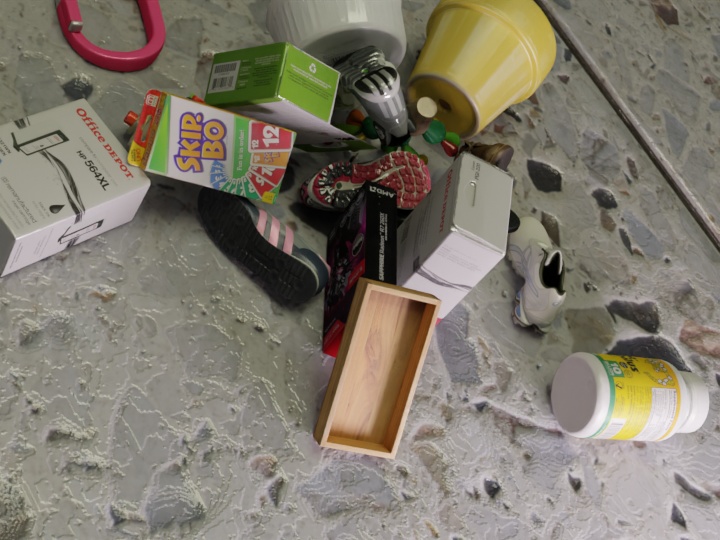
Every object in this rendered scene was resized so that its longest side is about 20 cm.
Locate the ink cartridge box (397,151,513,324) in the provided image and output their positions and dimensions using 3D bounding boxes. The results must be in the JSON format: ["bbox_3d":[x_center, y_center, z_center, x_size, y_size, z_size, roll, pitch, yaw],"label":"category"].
[{"bbox_3d":[0.110,-0.035,1.626,0.084,0.200,0.146,24,48,-14],"label":"ink cartridge box"}]

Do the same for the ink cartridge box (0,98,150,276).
[{"bbox_3d":[-0.372,-0.103,1.467,0.200,0.084,0.146,-30,76,-42],"label":"ink cartridge box"}]

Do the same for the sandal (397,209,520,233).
[{"bbox_3d":[0.127,-0.071,1.775,0.199,0.048,0.076,3,40,-12],"label":"sandal"}]

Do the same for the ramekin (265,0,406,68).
[{"bbox_3d":[-0.029,-0.336,1.780,0.199,0.200,0.098,1,64,-30],"label":"ramekin"}]

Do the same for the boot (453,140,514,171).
[{"bbox_3d":[0.162,-0.146,1.714,0.075,0.200,0.074,39,87,4],"label":"boot"}]

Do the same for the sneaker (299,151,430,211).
[{"bbox_3d":[0.011,-0.120,1.710,0.199,0.075,0.081,-2,85,-32],"label":"sneaker"}]

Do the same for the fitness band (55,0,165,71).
[{"bbox_3d":[-0.343,-0.360,1.714,0.143,0.037,0.201,0,58,-31],"label":"fitness band"}]

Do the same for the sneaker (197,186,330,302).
[{"bbox_3d":[-0.122,-0.040,1.596,0.200,0.070,0.082,44,25,7],"label":"sneaker"}]

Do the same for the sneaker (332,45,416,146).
[{"bbox_3d":[0.022,-0.223,1.665,0.200,0.075,0.116,-113,178,-64],"label":"sneaker"}]

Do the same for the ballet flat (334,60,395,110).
[{"bbox_3d":[-0.042,-0.247,1.749,0.199,0.070,0.070,-9,58,-6],"label":"ballet flat"}]

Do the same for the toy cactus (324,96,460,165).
[{"bbox_3d":[0.058,-0.190,1.750,0.199,0.165,0.103,13,71,-17],"label":"toy cactus"}]

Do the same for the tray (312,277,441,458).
[{"bbox_3d":[0.019,0.116,1.477,0.098,0.201,0.037,13,8,-22],"label":"tray"}]

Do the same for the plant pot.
[{"bbox_3d":[0.168,-0.306,1.889,0.200,0.201,0.189,37,62,-1],"label":"plant pot"}]

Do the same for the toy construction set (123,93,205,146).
[{"bbox_3d":[-0.202,-0.172,1.602,0.199,0.093,0.131,18,4,-18],"label":"toy construction set"}]

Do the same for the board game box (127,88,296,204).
[{"bbox_3d":[-0.179,-0.150,1.522,0.199,0.096,0.030,14,8,-30],"label":"board game box"}]

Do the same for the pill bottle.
[{"bbox_3d":[0.368,0.173,1.685,0.199,0.113,0.113,7,53,-26],"label":"pill bottle"}]

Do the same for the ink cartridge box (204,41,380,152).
[{"bbox_3d":[-0.083,-0.221,1.644,0.200,0.147,0.076,21,76,-45],"label":"ink cartridge box"}]

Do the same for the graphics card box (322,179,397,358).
[{"bbox_3d":[0.000,0.000,1.586,0.051,0.126,0.201,18,50,-18],"label":"graphics card box"}]

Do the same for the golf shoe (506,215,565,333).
[{"bbox_3d":[0.262,-0.011,1.773,0.078,0.097,0.201,14,49,-20],"label":"golf shoe"}]
